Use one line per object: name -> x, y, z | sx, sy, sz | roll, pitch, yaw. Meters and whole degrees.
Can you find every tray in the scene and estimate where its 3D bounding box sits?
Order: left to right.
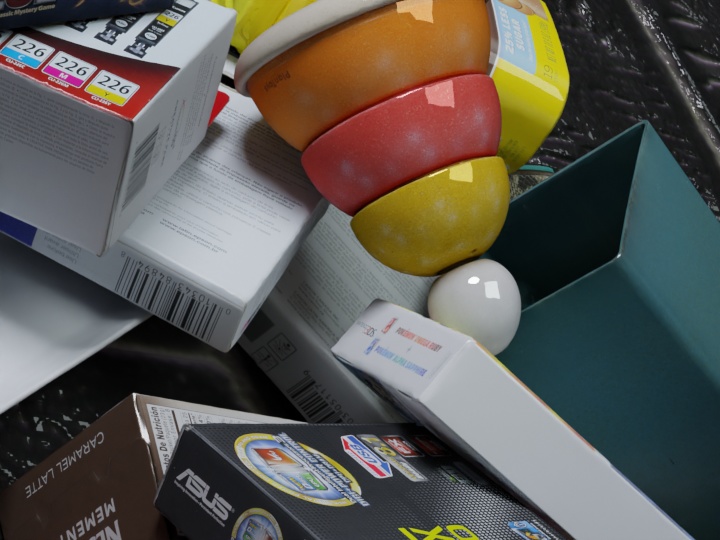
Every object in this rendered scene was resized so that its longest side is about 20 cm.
tray -> -0.173, 0.014, 1.128 | 0.107, 0.022, 0.200 | 36, 31, 12

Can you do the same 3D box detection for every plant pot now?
plant pot -> 0.158, 0.054, 1.276 | 0.200, 0.141, 0.142 | 47, 32, -19

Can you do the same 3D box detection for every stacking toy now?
stacking toy -> 0.030, -0.047, 1.185 | 0.146, 0.146, 0.201 | -12, 79, -54

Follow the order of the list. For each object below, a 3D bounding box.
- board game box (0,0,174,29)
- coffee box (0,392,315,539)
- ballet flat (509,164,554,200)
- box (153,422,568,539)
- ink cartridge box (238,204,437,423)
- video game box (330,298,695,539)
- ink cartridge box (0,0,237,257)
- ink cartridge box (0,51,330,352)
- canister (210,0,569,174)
board game box -> -0.197, -0.187, 1.119 | 0.135, 0.035, 0.200 | -13, 44, -39
coffee box -> -0.060, 0.130, 1.099 | 0.199, 0.114, 0.080 | 13, 50, -43
ballet flat -> 0.049, -0.037, 1.437 | 0.199, 0.068, 0.076 | 9, 67, -38
box -> 0.031, 0.134, 0.977 | 0.160, 0.044, 0.200 | 5, 24, -48
ink cartridge box -> 0.000, 0.000, 1.323 | 0.163, 0.057, 0.200 | 48, 36, -6
video game box -> 0.088, 0.101, 1.134 | 0.200, 0.047, 0.182 | 42, -7, -14
ink cartridge box -> -0.174, -0.117, 1.137 | 0.199, 0.084, 0.176 | 23, 35, 7
ink cartridge box -> -0.116, -0.063, 1.212 | 0.196, 0.043, 0.200 | 28, 34, 4
canister -> 0.018, -0.150, 1.338 | 0.199, 0.087, 0.149 | 25, 28, -22
